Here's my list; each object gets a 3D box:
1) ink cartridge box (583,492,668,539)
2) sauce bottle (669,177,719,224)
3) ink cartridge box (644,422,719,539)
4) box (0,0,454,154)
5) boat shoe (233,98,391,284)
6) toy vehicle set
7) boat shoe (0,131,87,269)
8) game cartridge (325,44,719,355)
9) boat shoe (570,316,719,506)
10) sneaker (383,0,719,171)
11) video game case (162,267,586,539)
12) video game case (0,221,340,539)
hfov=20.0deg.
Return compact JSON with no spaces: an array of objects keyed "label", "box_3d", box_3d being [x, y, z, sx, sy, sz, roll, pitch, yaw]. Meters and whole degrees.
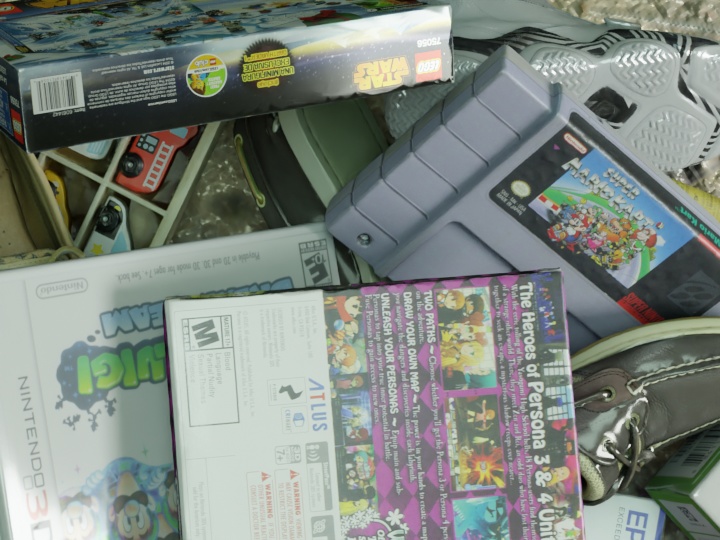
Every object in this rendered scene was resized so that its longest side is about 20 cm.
[{"label":"ink cartridge box","box_3d":[0.036,0.192,1.010,0.198,0.047,0.199,12,82,-3]},{"label":"sauce bottle","box_3d":[0.121,-0.029,1.027,0.199,0.065,0.065,24,83,1]},{"label":"ink cartridge box","box_3d":[0.246,0.140,1.002,0.200,0.059,0.104,46,76,-8]},{"label":"box","box_3d":[-0.075,-0.101,0.919,0.199,0.137,0.040,-11,111,-21]},{"label":"boat shoe","box_3d":[0.000,0.000,1.023,0.072,0.060,0.202,-26,93,-48]},{"label":"toy vehicle set","box_3d":[-0.133,-0.083,1.024,0.124,0.027,0.201,26,94,1]},{"label":"boat shoe","box_3d":[-0.170,-0.012,0.945,0.073,0.063,0.201,-14,64,-32]},{"label":"game cartridge","box_3d":[0.098,-0.005,0.971,0.200,0.039,0.129,38,125,-20]},{"label":"boat shoe","box_3d":[0.103,0.080,0.960,0.199,0.072,0.066,-15,46,4]},{"label":"sneaker","box_3d":[0.101,-0.110,1.008,0.198,0.076,0.115,-2,40,-12]},{"label":"video game case","box_3d":[0.009,0.105,0.898,0.180,0.036,0.202,-5,86,-7]},{"label":"video game case","box_3d":[-0.081,0.080,0.922,0.199,0.024,0.184,-10,91,-39]}]
